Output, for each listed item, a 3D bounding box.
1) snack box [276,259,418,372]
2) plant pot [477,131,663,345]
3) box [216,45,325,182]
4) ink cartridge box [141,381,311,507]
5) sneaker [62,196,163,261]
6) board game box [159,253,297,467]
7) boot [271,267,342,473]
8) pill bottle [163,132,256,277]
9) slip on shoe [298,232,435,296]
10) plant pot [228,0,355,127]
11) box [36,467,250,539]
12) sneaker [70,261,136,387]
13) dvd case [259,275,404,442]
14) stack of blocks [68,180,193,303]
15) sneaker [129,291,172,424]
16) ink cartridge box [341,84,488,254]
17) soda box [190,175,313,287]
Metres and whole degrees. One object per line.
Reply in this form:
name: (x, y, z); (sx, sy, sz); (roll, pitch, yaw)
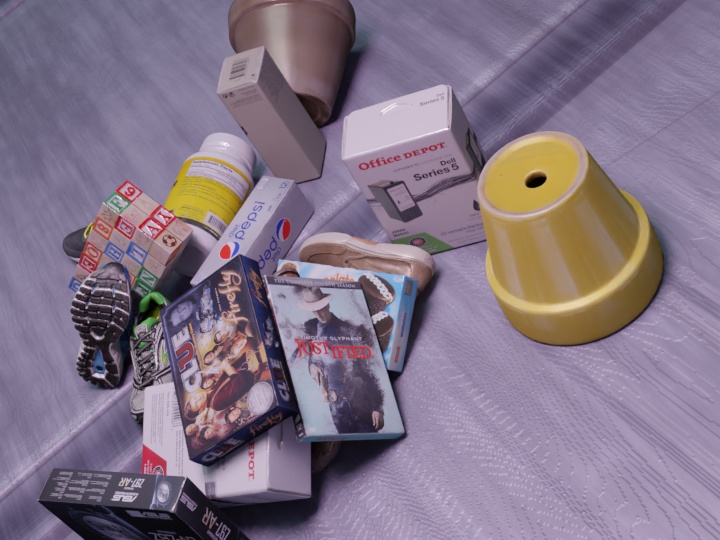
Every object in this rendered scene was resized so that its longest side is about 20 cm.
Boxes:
snack box: (-0.027, 0.054, 1.535); (0.199, 0.037, 0.117); (7, 84, 36)
plant pot: (0.224, -0.047, 1.397); (0.200, 0.189, 0.201); (-17, 46, 18)
box: (-0.125, -0.218, 1.757); (0.068, 0.200, 0.082); (-12, 46, 22)
ink cartridge box: (-0.156, 0.198, 1.428); (0.200, 0.084, 0.145); (-13, 69, 35)
sneaker: (-0.375, -0.072, 1.864); (0.199, 0.085, 0.075); (-14, 45, 20)
board game box: (-0.153, 0.100, 1.380); (0.135, 0.035, 0.200); (-34, 55, 24)
boot: (-0.067, 0.119, 1.468); (0.200, 0.064, 0.187); (40, 119, 47)
pill bottle: (-0.220, -0.098, 1.772); (0.112, 0.113, 0.200); (-3, 50, 29)
slip on shoe: (0.000, 0.000, 1.582); (0.199, 0.076, 0.061); (9, 61, 29)
plant pot: (-0.103, -0.311, 1.861); (0.199, 0.200, 0.174); (-12, 64, 22)
box: (-0.243, 0.287, 1.400); (0.199, 0.160, 0.044); (-2, 51, 29)
sneaker: (-0.343, 0.061, 1.660); (0.078, 0.200, 0.090); (16, 39, -1)
dvd case: (-0.034, 0.100, 1.416); (0.022, 0.146, 0.201); (-41, 56, 41)
stack of blocks: (-0.321, -0.016, 1.703); (0.059, 0.115, 0.200); (-53, -1, -44)
sneaker: (-0.282, 0.117, 1.635); (0.078, 0.085, 0.200); (-19, 45, 16)
ink cartridge box: (0.081, -0.119, 1.540); (0.145, 0.200, 0.084); (-15, 46, 20)
soda box: (-0.149, -0.034, 1.702); (0.063, 0.068, 0.200); (12, 59, 37)
